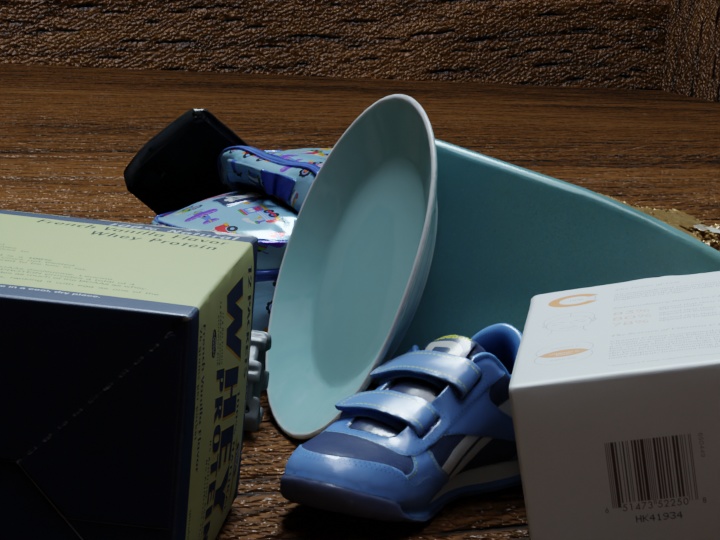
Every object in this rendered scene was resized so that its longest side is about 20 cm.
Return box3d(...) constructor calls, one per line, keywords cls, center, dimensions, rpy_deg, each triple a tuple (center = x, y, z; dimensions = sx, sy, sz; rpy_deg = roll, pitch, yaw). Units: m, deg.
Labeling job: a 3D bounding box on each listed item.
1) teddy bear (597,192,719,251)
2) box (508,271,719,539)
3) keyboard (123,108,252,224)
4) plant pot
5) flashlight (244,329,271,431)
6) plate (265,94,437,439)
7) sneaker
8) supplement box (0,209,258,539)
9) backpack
box3d(cls="teddy bear", center=(0.268, -0.013, 1.754), dimensions=(0.198, 0.067, 0.145), rpy_deg=(6, 17, -36))
box3d(cls="box", center=(0.145, 0.071, 1.005), dimensions=(0.123, 0.099, 0.200), rpy_deg=(-7, 11, 10))
box3d(cls="keyboard", center=(-0.100, -0.042, 1.426), dimensions=(0.200, 0.104, 0.040), rpy_deg=(43, 9, -49))
box3d(cls="plant pot", center=(0.131, 0.025, 1.184), dimensions=(0.198, 0.143, 0.141), rpy_deg=(16, 0, 18))
box3d(cls="flashlight", center=(-0.151, 0.046, 1.161), dimensions=(0.198, 0.069, 0.068), rpy_deg=(5, 7, 3))
box3d(cls="plate", center=(0.000, 0.000, 1.148), dimensions=(0.025, 0.202, 0.200), rpy_deg=(19, 4, -22))
box3d(cls="sneaker", center=(0.028, 0.077, 1.042), dimensions=(0.073, 0.083, 0.199), rpy_deg=(13, 15, 31))
box3d(cls="supplement box", center=(-0.158, 0.055, 0.907), dimensions=(0.198, 0.136, 0.200), rpy_deg=(6, 11, 3))
box3d(cls="backpack", center=(-0.053, -0.007, 1.321), dimensions=(0.198, 0.136, 0.182), rpy_deg=(-2, 12, -25))
